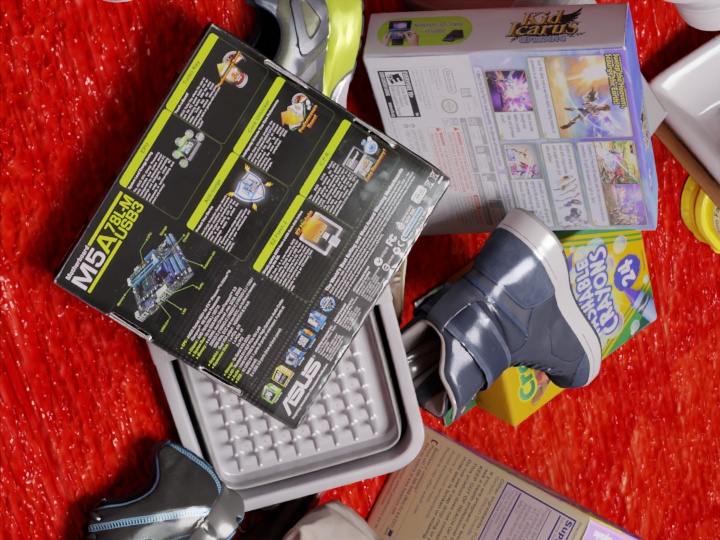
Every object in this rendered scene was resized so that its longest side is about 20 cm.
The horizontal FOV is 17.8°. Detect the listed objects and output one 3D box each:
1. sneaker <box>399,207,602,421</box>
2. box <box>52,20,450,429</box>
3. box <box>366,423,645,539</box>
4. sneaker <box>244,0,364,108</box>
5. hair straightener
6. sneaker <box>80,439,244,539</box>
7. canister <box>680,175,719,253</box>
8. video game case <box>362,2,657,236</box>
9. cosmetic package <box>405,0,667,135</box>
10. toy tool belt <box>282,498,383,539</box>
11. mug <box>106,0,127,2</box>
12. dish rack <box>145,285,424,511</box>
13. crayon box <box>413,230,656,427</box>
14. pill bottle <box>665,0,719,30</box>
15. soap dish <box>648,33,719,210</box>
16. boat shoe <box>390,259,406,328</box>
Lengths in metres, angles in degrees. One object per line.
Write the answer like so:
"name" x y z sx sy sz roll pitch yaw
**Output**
"sneaker" 0.099 0.062 1.683 0.146 0.077 0.203 -48 144 -14
"box" -0.071 -0.028 1.512 0.192 0.048 0.201 31 93 -9
"box" 0.137 0.218 1.780 0.175 0.199 0.097 29 89 -44
"sneaker" -0.053 -0.109 1.566 0.080 0.074 0.202 -4 106 -29
"hair straightener" -0.064 0.180 1.690 0.077 0.041 0.201 37 88 -44
"sneaker" -0.176 0.205 1.598 0.200 0.073 0.082 -45 104 -14
"canister" 0.380 -0.061 1.875 0.149 0.199 0.087 -54 133 -9
"video game case" 0.110 -0.102 1.609 0.201 0.180 0.046 71 23 -51
"cosmetic package" 0.130 -0.155 1.675 0.090 0.106 0.200 -55 136 -11
"toy tool belt" -0.015 0.275 1.682 0.125 0.122 0.201 -34 148 -55
"mug" -0.116 -0.284 1.386 0.175 0.147 0.201 -31 97 -37
"dish rack" -0.053 0.069 1.614 0.170 0.044 0.201 -15 123 -1
"crayon box" 0.142 0.031 1.806 0.199 0.051 0.127 -34 128 -26
"pill bottle" 0.238 -0.274 1.715 0.113 0.112 0.200 -52 134 -11
"soap dish" 0.336 -0.128 1.809 0.199 0.158 0.081 -33 145 -4
"boat shoe" 0.000 0.000 1.652 0.071 0.076 0.201 11 125 -11
